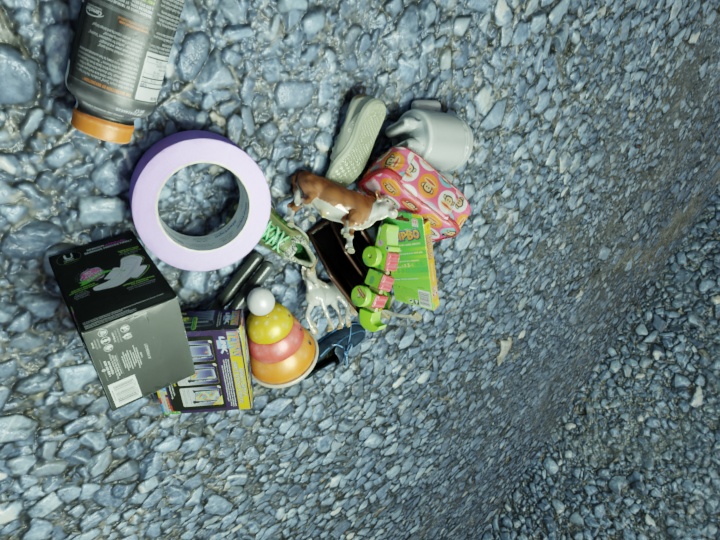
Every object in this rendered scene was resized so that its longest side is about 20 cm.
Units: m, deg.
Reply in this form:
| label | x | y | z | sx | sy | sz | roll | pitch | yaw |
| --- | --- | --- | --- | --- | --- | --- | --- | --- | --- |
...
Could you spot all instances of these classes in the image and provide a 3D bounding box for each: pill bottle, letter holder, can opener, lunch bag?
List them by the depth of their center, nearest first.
| label | x | y | z | sx | sy | sz | roll | pitch | yaw |
| --- | --- | --- | --- | --- | --- | --- | --- | --- | --- |
| pill bottle | -0.291 | -0.260 | 0.654 | 0.106 | 0.106 | 0.201 | 7 | 113 | -45 |
| can opener | -0.232 | 0.057 | 0.994 | 0.200 | 0.053 | 0.067 | -52 | 172 | -1 |
| lunch bag | 0.095 | -0.138 | 1.034 | 0.200 | 0.176 | 0.082 | 37 | 73 | -16 |
| letter holder | 0.000 | 0.000 | 1.060 | 0.100 | 0.143 | 0.200 | -31 | 137 | 5 |

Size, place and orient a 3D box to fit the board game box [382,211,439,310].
| label | x | y | z | sx | sy | sz | roll | pitch | yaw |
| --- | --- | --- | --- | --- | --- | --- | --- | --- | --- |
| board game box | 0.096 | -0.023 | 1.033 | 0.030 | 0.095 | 0.201 | -38 | 128 | -38 |

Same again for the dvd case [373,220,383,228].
| label | x | y | z | sx | sy | sz | roll | pitch | yaw |
| --- | --- | --- | --- | --- | --- | --- | --- | --- | --- |
| dvd case | 0.129 | -0.139 | 1.192 | 0.199 | 0.025 | 0.151 | 15 | 107 | -48 |

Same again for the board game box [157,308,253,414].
| label | x | y | z | sx | sy | sz | roll | pitch | yaw |
| --- | --- | --- | --- | --- | --- | --- | --- | --- | --- |
| board game box | -0.281 | 0.164 | 0.953 | 0.164 | 0.057 | 0.201 | -3 | 125 | -7 |

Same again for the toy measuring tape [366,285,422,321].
| label | x | y | z | sx | sy | sz | roll | pitch | yaw |
| --- | --- | --- | --- | --- | --- | --- | --- | --- | --- |
| toy measuring tape | 0.058 | 0.065 | 1.156 | 0.073 | 0.199 | 0.074 | -3 | 94 | -45 |

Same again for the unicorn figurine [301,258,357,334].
| label | x | y | z | sx | sy | sz | roll | pitch | yaw |
| --- | --- | --- | --- | --- | --- | --- | --- | --- | --- |
| unicorn figurine | -0.072 | 0.055 | 1.092 | 0.073 | 0.139 | 0.200 | -13 | 175 | 15 |

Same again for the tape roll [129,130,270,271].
| label | x | y | z | sx | sy | sz | roll | pitch | yaw |
| --- | --- | --- | --- | --- | --- | --- | --- | --- | --- |
| tape roll | -0.239 | -0.103 | 0.810 | 0.199 | 0.066 | 0.202 | -12 | 118 | -23 |

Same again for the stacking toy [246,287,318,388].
| label | x | y | z | sx | sy | sz | roll | pitch | yaw |
| --- | --- | --- | --- | --- | --- | --- | --- | --- | --- |
| stacking toy | -0.164 | 0.109 | 0.999 | 0.146 | 0.146 | 0.201 | -33 | 140 | -20 |

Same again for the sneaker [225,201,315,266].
| label | x | y | z | sx | sy | sz | roll | pitch | yaw |
| --- | --- | --- | --- | --- | --- | --- | --- | --- | --- |
| sneaker | -0.144 | -0.061 | 0.946 | 0.199 | 0.089 | 0.077 | 27 | 99 | -48 |

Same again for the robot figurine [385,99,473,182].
| label | x | y | z | sx | sy | sz | roll | pitch | yaw |
| --- | --- | --- | --- | --- | --- | --- | --- | --- | --- |
| robot figurine | 0.142 | -0.252 | 1.053 | 0.199 | 0.113 | 0.171 | -5 | 88 | -39 |

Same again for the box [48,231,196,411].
| label | x | y | z | sx | sy | sz | roll | pitch | yaw |
| --- | --- | --- | --- | --- | --- | --- | --- | --- | --- |
| box | -0.340 | 0.064 | 0.770 | 0.124 | 0.200 | 0.150 | -22 | 132 | -28 |

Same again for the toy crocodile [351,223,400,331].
| label | x | y | z | sx | sy | sz | roll | pitch | yaw |
| --- | --- | --- | --- | --- | --- | --- | --- | --- | --- |
| toy crocodile | 0.036 | 0.013 | 0.996 | 0.067 | 0.061 | 0.202 | 9 | 98 | -50 |

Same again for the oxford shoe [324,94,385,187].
| label | x | y | z | sx | sy | sz | roll | pitch | yaw |
| --- | --- | --- | --- | --- | --- | --- | --- | --- | --- |
| oxford shoe | -0.018 | -0.228 | 0.973 | 0.075 | 0.058 | 0.201 | -12 | 141 | -44 |

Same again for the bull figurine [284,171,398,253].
| label | x | y | z | sx | sy | sz | roll | pitch | yaw |
| --- | --- | --- | --- | --- | --- | --- | --- | --- | --- |
| bull figurine | -0.035 | -0.107 | 0.953 | 0.065 | 0.199 | 0.122 | 116 | -8 | -54 |

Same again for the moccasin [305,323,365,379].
| label | x | y | z | sx | sy | sz | roll | pitch | yaw |
| --- | --- | --- | --- | --- | --- | --- | --- | --- | --- |
| moccasin | -0.063 | 0.192 | 1.218 | 0.199 | 0.068 | 0.081 | -29 | 135 | -24 |
